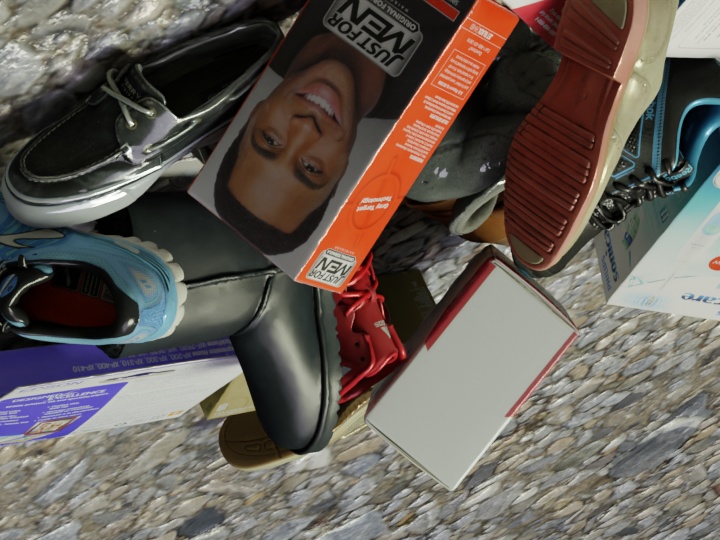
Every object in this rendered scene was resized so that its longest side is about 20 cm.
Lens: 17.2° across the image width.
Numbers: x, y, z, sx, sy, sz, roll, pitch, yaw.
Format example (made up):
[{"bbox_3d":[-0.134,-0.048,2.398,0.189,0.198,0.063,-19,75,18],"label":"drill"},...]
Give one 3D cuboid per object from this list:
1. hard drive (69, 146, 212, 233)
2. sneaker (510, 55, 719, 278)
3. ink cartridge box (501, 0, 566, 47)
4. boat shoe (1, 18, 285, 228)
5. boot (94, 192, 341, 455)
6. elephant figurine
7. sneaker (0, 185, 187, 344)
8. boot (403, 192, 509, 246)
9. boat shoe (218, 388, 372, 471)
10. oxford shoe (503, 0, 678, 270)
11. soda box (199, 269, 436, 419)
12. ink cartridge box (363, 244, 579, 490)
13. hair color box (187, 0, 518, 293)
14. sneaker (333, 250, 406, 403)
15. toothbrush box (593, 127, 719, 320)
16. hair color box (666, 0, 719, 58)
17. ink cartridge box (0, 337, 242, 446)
[{"bbox_3d":[-0.140,-0.023,1.607,0.139,0.038,0.200,-30,154,7],"label":"hard drive"},{"bbox_3d":[0.181,-0.071,1.645,0.200,0.082,0.073,-52,145,1],"label":"sneaker"},{"bbox_3d":[0.156,-0.239,1.415,0.199,0.084,0.144,-32,154,15],"label":"ink cartridge box"},{"bbox_3d":[-0.131,-0.099,1.445,0.199,0.072,0.071,-31,150,-17],"label":"boat shoe"},{"bbox_3d":[-0.099,0.036,1.549,0.167,0.076,0.202,-11,113,-31],"label":"boot"},{"bbox_3d":[0.077,-0.095,1.588,0.154,0.143,0.200,2,173,7],"label":"elephant figurine"},{"bbox_3d":[-0.207,-0.002,1.434,0.198,0.079,0.090,11,-168,11],"label":"sneaker"},{"bbox_3d":[0.137,-0.083,1.716,0.200,0.074,0.154,-38,151,23],"label":"boot"},{"bbox_3d":[-0.021,0.106,1.938,0.199,0.072,0.065,-32,154,-1],"label":"boat shoe"},{"bbox_3d":[0.147,-0.090,1.453,0.073,0.071,0.201,-8,128,-44],"label":"oxford shoe"},{"bbox_3d":[-0.034,0.055,1.830,0.199,0.064,0.068,-8,150,-33],"label":"soda box"},{"bbox_3d":[0.080,0.065,1.721,0.146,0.083,0.200,-52,180,5],"label":"ink cartridge box"},{"bbox_3d":[-0.005,-0.098,1.431,0.201,0.101,0.061,-58,152,9],"label":"hair color box"},{"bbox_3d":[0.000,0.000,1.632,0.078,0.115,0.201,-21,135,-40],"label":"sneaker"},{"bbox_3d":[0.291,-0.051,1.867,0.145,0.086,0.200,9,143,-23],"label":"toothbrush box"},{"bbox_3d":[0.270,-0.198,1.634,0.199,0.061,0.100,-3,146,-41],"label":"hair color box"},{"bbox_3d":[-0.182,0.076,1.680,0.197,0.044,0.200,-7,167,-28],"label":"ink cartridge box"}]
